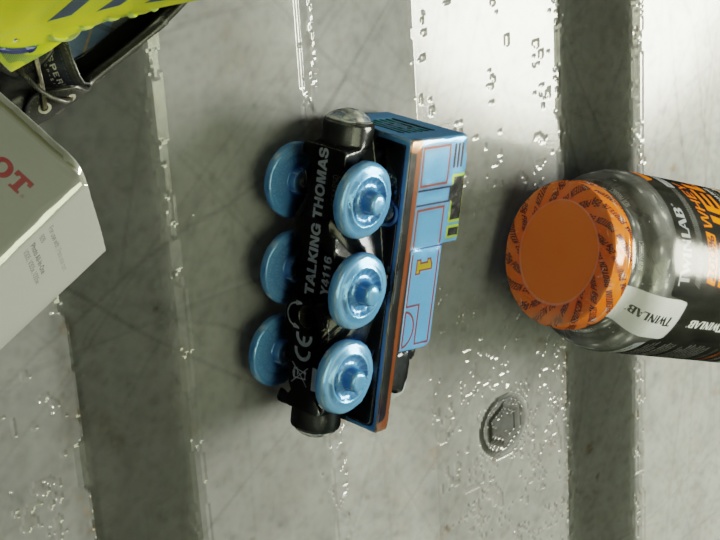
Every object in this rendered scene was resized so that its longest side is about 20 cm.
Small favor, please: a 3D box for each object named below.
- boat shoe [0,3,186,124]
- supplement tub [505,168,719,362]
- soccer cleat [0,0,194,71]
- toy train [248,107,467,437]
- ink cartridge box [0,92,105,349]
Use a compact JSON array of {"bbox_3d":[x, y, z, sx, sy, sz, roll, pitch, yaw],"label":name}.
[{"bbox_3d":[-0.157,-0.111,0.942,0.200,0.066,0.070,-40,128,-25],"label":"boat shoe"},{"bbox_3d":[0.199,-0.002,1.265,0.199,0.122,0.124,6,101,-43],"label":"supplement tub"},{"bbox_3d":[-0.146,-0.139,0.897,0.198,0.065,0.084,0,106,-7],"label":"soccer cleat"},{"bbox_3d":[0.000,0.000,1.115,0.114,0.086,0.202,-10,112,-46],"label":"toy train"},{"bbox_3d":[-0.233,-0.004,0.815,0.200,0.145,0.088,-46,166,-15],"label":"ink cartridge box"}]
